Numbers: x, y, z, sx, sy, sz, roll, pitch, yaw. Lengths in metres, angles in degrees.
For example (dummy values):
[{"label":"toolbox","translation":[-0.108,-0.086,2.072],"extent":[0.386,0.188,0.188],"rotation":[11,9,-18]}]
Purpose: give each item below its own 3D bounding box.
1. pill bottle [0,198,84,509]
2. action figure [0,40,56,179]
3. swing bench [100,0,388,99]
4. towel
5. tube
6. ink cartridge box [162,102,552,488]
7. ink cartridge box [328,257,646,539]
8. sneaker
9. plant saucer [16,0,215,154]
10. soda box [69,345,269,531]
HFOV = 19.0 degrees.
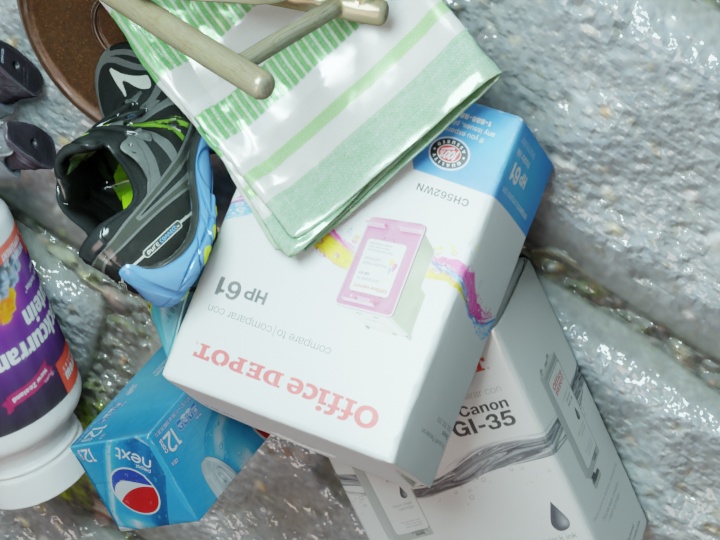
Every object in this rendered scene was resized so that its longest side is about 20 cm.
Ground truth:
[{"label":"pill bottle","translation":[-0.254,0.058,1.451],"extent":[0.111,0.112,0.201],"rotation":[0,123,33]},{"label":"action figure","translation":[-0.292,-0.083,1.381],"extent":[0.199,0.069,0.131],"rotation":[-16,72,28]},{"label":"swing bench","translation":[-0.088,-0.222,1.059],"extent":[0.199,0.130,0.200],"rotation":[22,123,22]},{"label":"towel","translation":[-0.041,-0.128,1.150],"extent":[0.152,0.023,0.200],"rotation":[-42,72,12]},{"label":"tube","translation":[-0.109,-0.010,1.260],"extent":[0.050,0.200,0.078],"rotation":[12,100,-14]},{"label":"ink cartridge box","translation":[0.000,0.000,1.178],"extent":[0.144,0.201,0.085],"rotation":[18,172,20]},{"label":"ink cartridge box","translation":[0.065,0.108,1.289],"extent":[0.146,0.083,0.201],"rotation":[-14,115,27]},{"label":"sneaker","translation":[-0.127,-0.066,1.186],"extent":[0.082,0.200,0.071],"rotation":[23,125,-27]},{"label":"plant saucer","translation":[-0.129,-0.149,1.269],"extent":[0.199,0.035,0.201],"rotation":[17,129,22]},{"label":"soda box","translation":[-0.083,0.068,1.285],"extent":[0.067,0.200,0.064],"rotation":[-12,116,38]}]
